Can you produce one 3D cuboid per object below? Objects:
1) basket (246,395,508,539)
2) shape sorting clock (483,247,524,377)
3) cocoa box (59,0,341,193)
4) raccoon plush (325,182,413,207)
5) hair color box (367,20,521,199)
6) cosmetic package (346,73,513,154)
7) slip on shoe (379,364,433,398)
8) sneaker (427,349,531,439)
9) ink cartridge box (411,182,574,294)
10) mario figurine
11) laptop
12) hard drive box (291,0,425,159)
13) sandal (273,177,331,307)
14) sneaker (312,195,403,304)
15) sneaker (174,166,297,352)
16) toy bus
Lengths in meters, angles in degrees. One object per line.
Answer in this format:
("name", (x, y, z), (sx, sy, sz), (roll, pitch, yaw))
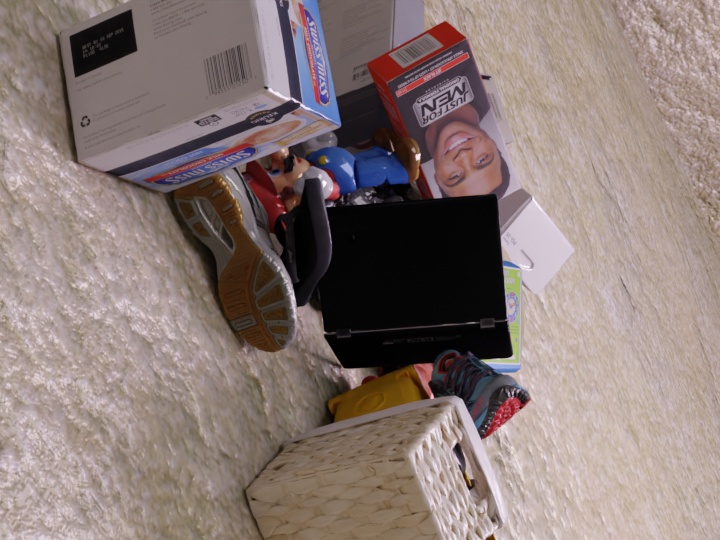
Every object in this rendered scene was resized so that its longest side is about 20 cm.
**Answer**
("basket", (0.012, 0.215, 1.348), (0.123, 0.200, 0.136), (-37, 107, -58))
("shape sorting clock", (0.142, 0.052, 1.724), (0.200, 0.039, 0.200), (2, 87, -56))
("cocoa box", (-0.140, -0.168, 1.281), (0.131, 0.200, 0.133), (21, 55, -61))
("raccoon plush", (-0.035, -0.078, 1.632), (0.200, 0.134, 0.097), (17, 69, -23))
("hair color box", (0.092, -0.154, 1.566), (0.061, 0.101, 0.200), (52, -10, 54))
("cosmetic package", (0.064, -0.158, 1.714), (0.103, 0.200, 0.087), (-15, 87, -68))
("slip on shoe", (0.045, 0.086, 1.665), (0.061, 0.074, 0.200), (-12, 85, -51))
("sneaker", (0.107, 0.127, 1.497), (0.096, 0.079, 0.200), (51, -13, 4))
("ink cartridge box", (0.165, -0.074, 1.890), (0.200, 0.083, 0.147), (41, -3, 43))
("mario figurine", (-0.042, -0.111, 1.487), (0.200, 0.123, 0.106), (-18, 77, -23))
("laptop", (0.057, 0.017, 1.506), (0.200, 0.187, 0.116), (66, 21, -70))
("hard drive box", (-0.011, -0.239, 1.664), (0.077, 0.156, 0.200), (49, 33, -41))
("sandal", (-0.063, -0.018, 1.425), (0.200, 0.043, 0.076), (110, -29, -58))
("sneaker", (0.000, 0.000, 1.551), (0.200, 0.115, 0.075), (85, -6, -56))
("sneaker", (-0.105, -0.021, 1.408), (0.088, 0.076, 0.200), (-54, 125, -66))
("toy bus", (0.047, 0.199, 1.536), (0.200, 0.136, 0.192), (60, 10, -27))
